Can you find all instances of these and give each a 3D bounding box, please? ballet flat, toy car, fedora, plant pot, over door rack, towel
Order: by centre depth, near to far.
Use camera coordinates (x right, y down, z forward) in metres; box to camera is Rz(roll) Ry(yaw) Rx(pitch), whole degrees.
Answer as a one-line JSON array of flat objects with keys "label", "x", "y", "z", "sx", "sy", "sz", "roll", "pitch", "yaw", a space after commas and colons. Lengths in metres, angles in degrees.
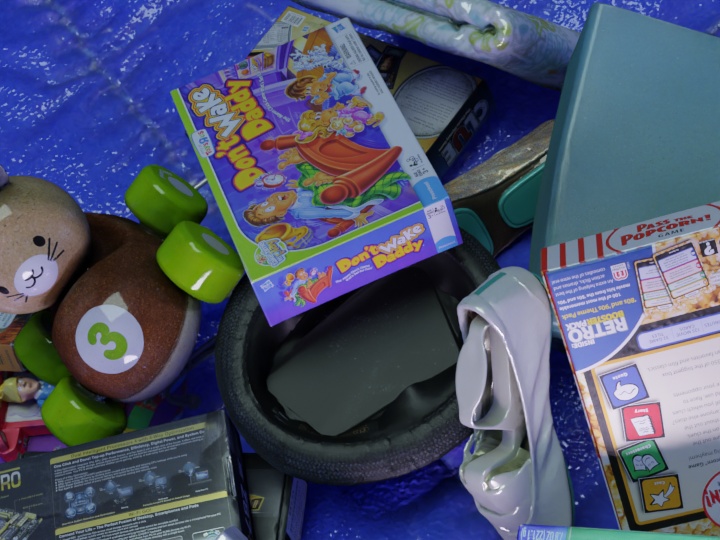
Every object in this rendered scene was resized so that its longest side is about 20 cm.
[{"label": "ballet flat", "x": 0.086, "y": 0.097, "z": 1.148, "sx": 0.069, "sy": 0.200, "sz": 0.069, "roll": -5, "pitch": 16, "yaw": 2}, {"label": "plant pot", "x": 0.180, "y": -0.040, "z": 1.209, "sx": 0.141, "sy": 0.141, "sz": 0.200, "roll": 17, "pitch": 80, "yaw": 3}, {"label": "toy car", "x": -0.210, "y": -0.004, "z": 1.226, "sx": 0.164, "sy": 0.200, "sz": 0.158, "roll": -52, "pitch": 37, "yaw": 13}, {"label": "fedora", "x": 0.006, "y": 0.057, "z": 1.244, "sx": 0.200, "sy": 0.092, "sz": 0.201, "roll": -1, "pitch": 71, "yaw": 4}, {"label": "ballet flat", "x": 0.081, "y": -0.043, "z": 1.320, "sx": 0.200, "sy": 0.068, "sz": 0.067, "roll": -29, "pitch": 34, "yaw": -6}, {"label": "over door rack", "x": -0.082, "y": -0.014, "z": 1.327, "sx": 0.200, "sy": 0.067, "sz": 0.148, "roll": -45, "pitch": 48, "yaw": 10}, {"label": "towel", "x": 0.062, "y": -0.176, "z": 1.341, "sx": 0.200, "sy": 0.171, "sz": 0.048, "roll": 22, "pitch": 100, "yaw": 31}]

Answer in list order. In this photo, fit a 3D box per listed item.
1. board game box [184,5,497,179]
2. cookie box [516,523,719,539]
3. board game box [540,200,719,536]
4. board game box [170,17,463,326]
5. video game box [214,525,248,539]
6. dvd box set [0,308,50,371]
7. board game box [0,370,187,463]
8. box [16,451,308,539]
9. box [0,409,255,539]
[{"label": "board game box", "x": -0.017, "y": -0.112, "z": 1.399, "sx": 0.200, "sy": 0.035, "sz": 0.136, "roll": 26, "pitch": 70, "yaw": 36}, {"label": "cookie box", "x": 0.165, "y": 0.253, "z": 1.066, "sx": 0.171, "sy": 0.075, "sz": 0.200, "roll": 1, "pitch": 69, "yaw": 20}, {"label": "board game box", "x": 0.206, "y": 0.065, "z": 1.121, "sx": 0.151, "sy": 0.200, "sz": 0.046, "roll": -14, "pitch": 17, "yaw": 10}, {"label": "board game box", "x": -0.033, "y": -0.069, "z": 1.235, "sx": 0.134, "sy": 0.045, "sz": 0.200, "roll": -24, "pitch": 47, "yaw": -3}, {"label": "video game box", "x": -0.072, "y": 0.283, "z": 1.099, "sx": 0.182, "sy": 0.047, "sz": 0.200, "roll": 39, "pitch": 88, "yaw": 8}, {"label": "dvd box set", "x": -0.314, "y": 0.014, "z": 1.410, "sx": 0.200, "sy": 0.029, "sz": 0.146, "roll": 2, "pitch": 40, "yaw": 20}, {"label": "board game box", "x": -0.222, "y": 0.092, "z": 1.348, "sx": 0.200, "sy": 0.039, "sz": 0.158, "roll": -44, "pitch": 55, "yaw": -9}, {"label": "box", "x": -0.144, "y": 0.216, "z": 1.225, "sx": 0.200, "sy": 0.050, "sz": 0.199, "roll": 0, "pitch": 58, "yaw": 14}, {"label": "box", "x": -0.166, "y": 0.187, "z": 1.189, "sx": 0.200, "sy": 0.049, "sz": 0.161, "roll": -14, "pitch": 61, "yaw": 4}]
